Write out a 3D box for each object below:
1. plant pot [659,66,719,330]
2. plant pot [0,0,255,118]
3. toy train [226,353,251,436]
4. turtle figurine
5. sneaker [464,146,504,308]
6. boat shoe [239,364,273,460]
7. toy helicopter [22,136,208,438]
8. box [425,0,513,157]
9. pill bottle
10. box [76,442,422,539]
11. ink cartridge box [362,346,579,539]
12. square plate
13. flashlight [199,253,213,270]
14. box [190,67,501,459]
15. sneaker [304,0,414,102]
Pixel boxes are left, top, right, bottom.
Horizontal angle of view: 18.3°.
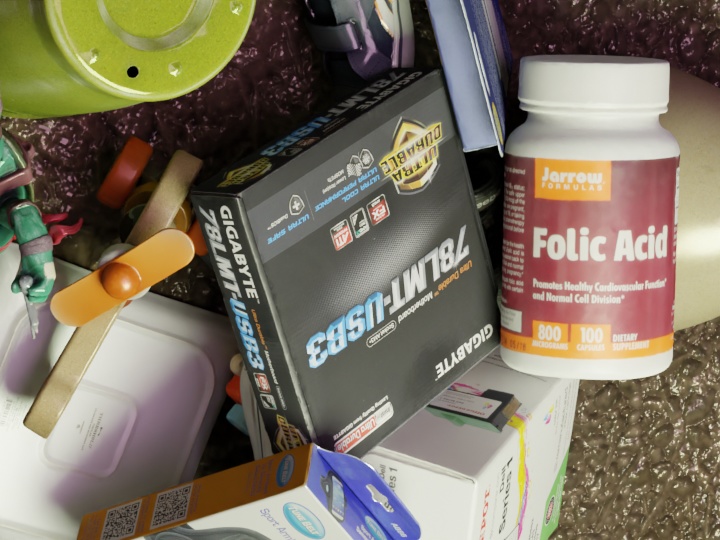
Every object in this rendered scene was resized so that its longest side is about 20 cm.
[{"bbox_3d":[0.228,-0.045,1.563,0.200,0.134,0.201,-11,105,-46],"label":"plant pot"},{"bbox_3d":[-0.159,-0.175,1.315,0.200,0.193,0.201,-7,105,-27],"label":"plant pot"},{"bbox_3d":[-0.083,0.147,1.509,0.150,0.056,0.200,41,78,-35],"label":"toy train"},{"bbox_3d":[-0.243,-0.052,1.350,0.200,0.150,0.101,85,24,-48],"label":"turtle figurine"},{"bbox_3d":[0.071,-0.038,1.532,0.071,0.098,0.201,-40,119,-18],"label":"sneaker"},{"bbox_3d":[-0.030,0.146,1.469,0.074,0.067,0.200,-30,118,-25],"label":"boat shoe"},{"bbox_3d":[-0.151,0.017,1.380,0.079,0.132,0.200,29,95,-9],"label":"toy helicopter"},{"bbox_3d":[0.069,-0.157,1.457,0.032,0.200,0.121,-12,111,9],"label":"box"},{"bbox_3d":[0.148,-0.037,1.445,0.114,0.114,0.200,-4,99,-28],"label":"pill bottle"},{"bbox_3d":[-0.064,0.175,1.386,0.119,0.200,0.042,51,34,-33],"label":"box"},{"bbox_3d":[0.071,0.147,1.510,0.200,0.084,0.145,-41,142,-56],"label":"ink cartridge box"},{"bbox_3d":[-0.182,0.103,1.463,0.198,0.028,0.200,21,91,-32],"label":"square plate"},{"bbox_3d":[-0.029,0.020,1.506,0.068,0.068,0.200,-50,120,-11],"label":"flashlight"},{"bbox_3d":[0.000,0.000,1.404,0.200,0.050,0.199,-34,117,-40],"label":"box"},{"bbox_3d":[-0.012,-0.186,1.464,0.079,0.078,0.200,-1,94,-32],"label":"sneaker"}]
